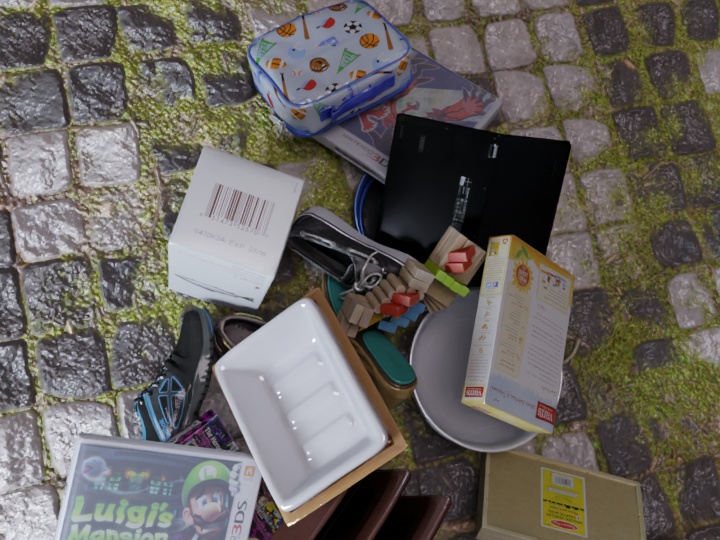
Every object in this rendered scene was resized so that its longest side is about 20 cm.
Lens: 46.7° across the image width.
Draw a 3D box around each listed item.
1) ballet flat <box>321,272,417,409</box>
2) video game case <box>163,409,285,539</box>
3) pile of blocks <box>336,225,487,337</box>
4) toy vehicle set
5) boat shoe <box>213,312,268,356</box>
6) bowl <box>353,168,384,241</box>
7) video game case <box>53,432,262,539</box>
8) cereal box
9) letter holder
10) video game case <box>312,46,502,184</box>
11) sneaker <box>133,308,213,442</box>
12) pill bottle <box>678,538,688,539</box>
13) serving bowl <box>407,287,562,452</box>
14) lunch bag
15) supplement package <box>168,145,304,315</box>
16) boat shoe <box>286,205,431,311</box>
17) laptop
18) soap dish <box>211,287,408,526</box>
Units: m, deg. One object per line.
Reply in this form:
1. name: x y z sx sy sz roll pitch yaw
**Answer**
1. ballet flat: -0.001 0.084 1.016 0.068 0.063 0.200 -7 50 -31
2. video game case: -0.184 0.285 0.909 0.181 0.036 0.201 -35 107 -18
3. pile of blocks: 0.065 0.031 0.955 0.199 0.062 0.082 -32 112 -1
4. toy vehicle set: 0.240 0.286 0.997 0.199 0.027 0.125 15 41 1
5. boat shoe: -0.084 0.109 0.998 0.199 0.060 0.072 28 72 -5
6. bowl: 0.085 -0.069 1.093 0.199 0.039 0.202 3 75 -12
7. video game case: -0.211 0.271 0.863 0.199 0.023 0.183 13 88 -25
8. cereal box: 0.188 0.077 0.976 0.144 0.039 0.201 29 67 -40
9. letter holder: -0.012 0.292 0.895 0.101 0.142 0.200 48 58 -13
10. video game case: 0.060 -0.202 1.097 0.182 0.023 0.200 34 65 14
11. sneaker: -0.216 0.138 0.954 0.081 0.073 0.201 11 74 -11
12. pill bottle: 0.326 0.398 0.994 0.199 0.104 0.105 -22 82 -17
13. serving bowl: 0.148 0.127 1.043 0.199 0.066 0.201 3 75 -12
14. lunch bag: -0.039 -0.258 1.072 0.199 0.076 0.160 -31 61 -15
15. supplement package: -0.146 -0.037 0.947 0.116 0.200 0.118 18 72 -8
16. boat shoe: 0.001 -0.002 1.002 0.199 0.074 0.068 36 45 -2
17. laptop: 0.137 -0.084 1.035 0.199 0.116 0.188 15 105 17
18. soap dish: -0.053 0.144 0.893 0.157 0.081 0.201 -36 66 12
